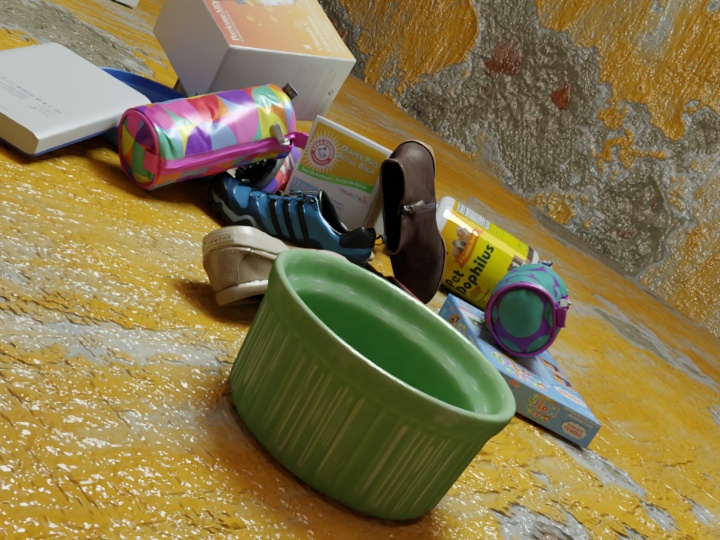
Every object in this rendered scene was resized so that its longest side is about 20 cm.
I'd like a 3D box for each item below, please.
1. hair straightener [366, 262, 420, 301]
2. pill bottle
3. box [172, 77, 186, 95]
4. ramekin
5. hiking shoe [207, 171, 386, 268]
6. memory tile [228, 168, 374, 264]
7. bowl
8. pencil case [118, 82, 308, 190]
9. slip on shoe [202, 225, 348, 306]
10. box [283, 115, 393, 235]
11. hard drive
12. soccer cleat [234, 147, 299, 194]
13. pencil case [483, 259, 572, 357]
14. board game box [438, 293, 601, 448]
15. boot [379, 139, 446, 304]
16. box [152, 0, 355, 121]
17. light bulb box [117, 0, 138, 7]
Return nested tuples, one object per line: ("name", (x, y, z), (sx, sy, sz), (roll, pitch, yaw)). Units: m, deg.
("hair straightener", (0.000, 0.000, 1.052), (0.076, 0.041, 0.201), (16, 27, -48))
("pill bottle", (0.140, -0.027, 1.313), (0.198, 0.110, 0.109), (31, 14, -3))
("box", (-0.190, -0.250, 1.344), (0.126, 0.110, 0.200), (29, 14, -10))
("ramekin", (0.003, 0.081, 0.675), (0.197, 0.099, 0.200), (30, 14, -8))
("hiking shoe", (-0.069, -0.056, 1.002), (0.198, 0.088, 0.074), (35, 14, 9))
("memory tile", (-0.080, -0.071, 1.174), (0.198, 0.017, 0.153), (18, 20, -44))
("bowl", (-0.231, -0.169, 1.096), (0.198, 0.040, 0.201), (26, 19, -10))
("pencil case", (-0.152, -0.142, 0.985), (0.198, 0.090, 0.088), (-20, 47, -39))
("slip on shoe", (-0.066, 0.013, 0.846), (0.199, 0.075, 0.062), (24, 53, -60))
("box", (-0.005, -0.113, 1.182), (0.111, 0.103, 0.200), (26, 7, 10))
("hard drive", (-0.306, -0.170, 0.916), (0.130, 0.026, 0.200), (31, 25, 6))
("soccer cleat", (-0.102, -0.118, 1.135), (0.201, 0.067, 0.074), (-88, 153, -65))
("pencil case", (0.198, 0.042, 1.107), (0.090, 0.087, 0.200), (4, 8, 15))
("board game box", (0.175, 0.109, 1.082), (0.149, 0.037, 0.200), (29, 13, -16))
("boot", (0.047, -0.039, 1.053), (0.071, 0.205, 0.166), (4, 17, 15))
("box", (-0.132, -0.281, 1.190), (0.197, 0.107, 0.154), (-5, 55, -43))
("light bulb box", (-0.540, -0.640, 1.863), (0.199, 0.126, 0.197), (38, 16, 24))
